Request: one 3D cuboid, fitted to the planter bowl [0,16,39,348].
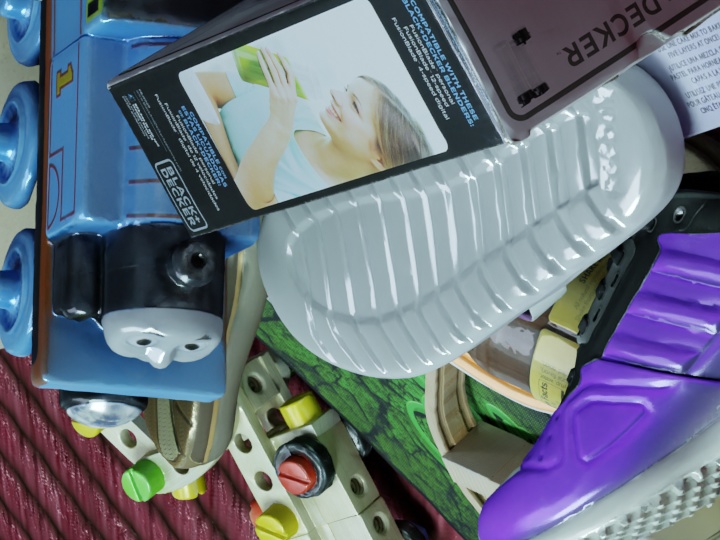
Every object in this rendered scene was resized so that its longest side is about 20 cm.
[{"bbox_3d":[-0.174,-0.082,1.258,0.200,0.200,0.135,34,154,35],"label":"planter bowl"}]

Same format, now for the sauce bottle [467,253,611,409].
[{"bbox_3d":[0.084,0.021,1.070,0.200,0.065,0.065,27,148,21],"label":"sauce bottle"}]

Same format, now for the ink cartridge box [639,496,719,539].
[{"bbox_3d":[0.175,0.142,1.095,0.200,0.084,0.145,24,144,46],"label":"ink cartridge box"}]

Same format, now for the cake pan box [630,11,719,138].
[{"bbox_3d":[0.052,-0.122,0.978,0.184,0.052,0.200,61,151,-8],"label":"cake pan box"}]

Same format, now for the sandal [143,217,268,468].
[{"bbox_3d":[-0.035,-0.020,1.109,0.080,0.054,0.200,-136,55,-62],"label":"sandal"}]

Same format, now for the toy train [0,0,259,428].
[{"bbox_3d":[-0.078,-0.048,1.036,0.114,0.087,0.200,153,120,-63],"label":"toy train"}]

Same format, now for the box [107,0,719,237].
[{"bbox_3d":[0.020,-0.074,0.909,0.200,0.117,0.060,-12,108,61],"label":"box"}]

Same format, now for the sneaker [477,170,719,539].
[{"bbox_3d":[0.107,0.018,0.989,0.200,0.070,0.100,-39,72,25],"label":"sneaker"}]

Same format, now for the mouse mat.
[{"bbox_3d":[0.021,0.050,1.313,0.200,0.008,0.161,43,155,3],"label":"mouse mat"}]

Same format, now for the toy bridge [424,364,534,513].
[{"bbox_3d":[0.064,0.084,1.259,0.067,0.027,0.200,22,147,46],"label":"toy bridge"}]

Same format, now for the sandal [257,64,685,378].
[{"bbox_3d":[0.042,-0.015,1.005,0.203,0.050,0.083,-20,85,48],"label":"sandal"}]

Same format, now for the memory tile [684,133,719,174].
[{"bbox_3d":[0.073,-0.029,1.127,0.153,0.017,0.200,47,156,14],"label":"memory tile"}]

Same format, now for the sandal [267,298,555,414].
[{"bbox_3d":[0.003,-0.007,1.152,0.207,0.059,0.079,30,121,23],"label":"sandal"}]

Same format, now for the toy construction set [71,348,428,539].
[{"bbox_3d":[-0.039,0.118,1.434,0.131,0.092,0.200,-20,115,40],"label":"toy construction set"}]
